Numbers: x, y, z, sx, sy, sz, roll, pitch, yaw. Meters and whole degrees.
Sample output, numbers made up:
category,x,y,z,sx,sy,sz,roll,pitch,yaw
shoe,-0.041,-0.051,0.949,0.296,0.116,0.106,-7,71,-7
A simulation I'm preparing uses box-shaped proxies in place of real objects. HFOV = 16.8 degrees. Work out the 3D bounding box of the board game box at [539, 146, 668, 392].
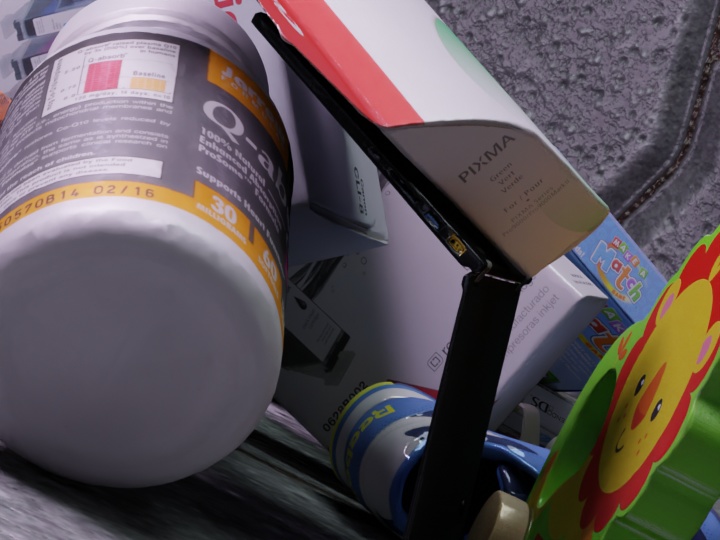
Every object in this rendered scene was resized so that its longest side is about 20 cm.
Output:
category,x,y,z,sx,sy,sz,roll,pitch,yaw
board game box,0.087,0.005,1.334,0.151,0.037,0.200,48,-22,-19

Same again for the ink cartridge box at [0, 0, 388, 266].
category,x,y,z,sx,sy,sz,roll,pitch,yaw
ink cartridge box,-0.105,-0.067,1.104,0.198,0.147,0.145,-13,-8,13

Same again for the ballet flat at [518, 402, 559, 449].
category,x,y,z,sx,sy,sz,roll,pitch,yaw
ballet flat,0.084,0.108,1.273,0.199,0.072,0.069,28,9,41

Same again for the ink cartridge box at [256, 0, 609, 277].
category,x,y,z,sx,sy,sz,roll,pitch,yaw
ink cartridge box,0.001,-0.098,0.938,0.161,0.050,0.200,53,5,39

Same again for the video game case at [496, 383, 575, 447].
category,x,y,z,sx,sy,sz,roll,pitch,yaw
video game case,0.012,0.056,1.420,0.180,0.026,0.199,30,-17,-29

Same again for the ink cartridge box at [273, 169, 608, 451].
category,x,y,z,sx,sy,sz,roll,pitch,yaw
ink cartridge box,0.000,0.000,1.214,0.200,0.147,0.083,43,8,12

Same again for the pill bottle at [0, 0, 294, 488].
category,x,y,z,sx,sy,sz,roll,pitch,yaw
pill bottle,-0.083,-0.021,0.909,0.116,0.117,0.201,25,29,-15

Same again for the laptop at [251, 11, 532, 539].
category,x,y,z,sx,sy,sz,roll,pitch,yaw
laptop,0.002,0.018,0.985,0.200,0.116,0.187,49,5,8

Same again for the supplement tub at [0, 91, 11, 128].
category,x,y,z,sx,sy,sz,roll,pitch,yaw
supplement tub,-0.240,-0.068,0.996,0.199,0.123,0.122,28,3,27

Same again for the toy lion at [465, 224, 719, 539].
category,x,y,z,sx,sy,sz,roll,pitch,yaw
toy lion,0.114,0.068,0.973,0.068,0.193,0.200,25,2,-6

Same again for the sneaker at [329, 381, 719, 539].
category,x,y,z,sx,sy,sz,roll,pitch,yaw
sneaker,0.082,0.116,1.127,0.198,0.075,0.082,18,6,-12
